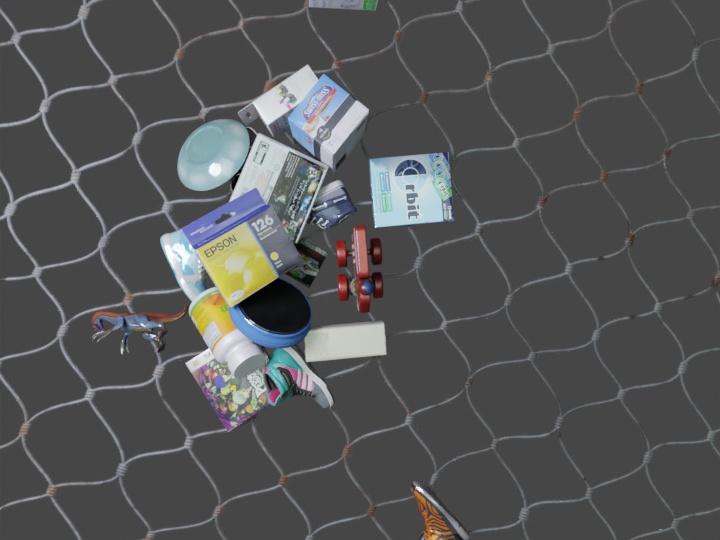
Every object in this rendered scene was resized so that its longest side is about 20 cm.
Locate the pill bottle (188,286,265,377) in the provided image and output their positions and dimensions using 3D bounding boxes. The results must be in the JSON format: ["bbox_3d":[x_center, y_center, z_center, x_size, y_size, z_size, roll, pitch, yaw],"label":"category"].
[{"bbox_3d":[-0.304,0.144,1.238,0.111,0.111,0.200,-39,65,-2],"label":"pill bottle"}]

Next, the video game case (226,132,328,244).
[{"bbox_3d":[-0.192,-0.189,1.245,0.181,0.023,0.201,23,86,-13],"label":"video game case"}]

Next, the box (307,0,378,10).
[{"bbox_3d":[-0.042,-0.755,1.301,0.175,0.097,0.202,2,91,-5],"label":"box"}]

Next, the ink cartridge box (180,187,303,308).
[{"bbox_3d":[-0.257,-0.054,1.184,0.197,0.047,0.201,-34,101,-21],"label":"ink cartridge box"}]

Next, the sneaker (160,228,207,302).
[{"bbox_3d":[-0.383,-0.021,1.290,0.130,0.080,0.201,-27,92,-1],"label":"sneaker"}]

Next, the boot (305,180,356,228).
[{"bbox_3d":[-0.110,-0.135,1.304,0.199,0.073,0.091,-30,85,-3],"label":"boot"}]

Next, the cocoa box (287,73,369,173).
[{"bbox_3d":[-0.074,-0.333,1.244,0.131,0.200,0.134,39,87,-1],"label":"cocoa box"}]

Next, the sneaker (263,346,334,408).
[{"bbox_3d":[-0.158,0.282,1.267,0.200,0.083,0.121,50,59,-11],"label":"sneaker"}]

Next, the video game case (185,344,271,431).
[{"bbox_3d":[-0.298,0.260,1.313,0.180,0.036,0.201,-31,91,-3],"label":"video game case"}]

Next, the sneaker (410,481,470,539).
[{"bbox_3d":[0.169,0.622,1.311,0.112,0.078,0.200,-42,91,-3],"label":"sneaker"}]

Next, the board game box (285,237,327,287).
[{"bbox_3d":[-0.187,-0.049,1.302,0.199,0.024,0.105,30,122,-3],"label":"board game box"}]

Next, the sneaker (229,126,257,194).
[{"bbox_3d":[-0.273,-0.254,1.286,0.070,0.099,0.202,0,89,-1],"label":"sneaker"}]

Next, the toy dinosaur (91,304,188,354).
[{"bbox_3d":[-0.554,0.133,1.303,0.181,0.105,0.200,30,51,10],"label":"toy dinosaur"}]

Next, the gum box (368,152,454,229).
[{"bbox_3d":[0.125,-0.197,1.330,0.198,0.045,0.172,-5,90,-3],"label":"gum box"}]

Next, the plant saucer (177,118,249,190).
[{"bbox_3d":[-0.358,-0.285,1.263,0.199,0.039,0.203,-8,66,17],"label":"plant saucer"}]

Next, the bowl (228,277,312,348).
[{"bbox_3d":[-0.205,0.089,1.245,0.200,0.201,0.040,29,125,-2],"label":"bowl"}]

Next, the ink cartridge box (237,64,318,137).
[{"bbox_3d":[-0.185,-0.392,1.282,0.199,0.115,0.068,-35,91,-1],"label":"ink cartridge box"}]

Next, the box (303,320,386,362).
[{"bbox_3d":[-0.038,0.171,1.309,0.198,0.068,0.083,-3,90,-3],"label":"box"}]

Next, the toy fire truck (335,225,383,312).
[{"bbox_3d":[0.000,0.000,1.261,0.111,0.168,0.202,-3,90,-2],"label":"toy fire truck"}]
